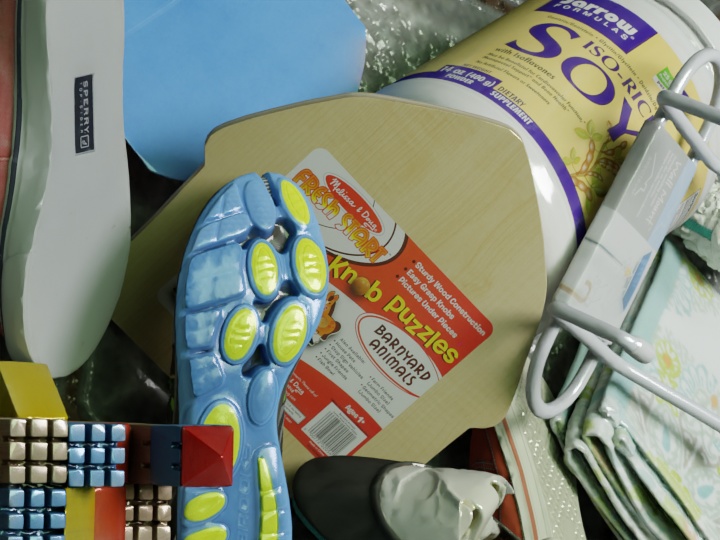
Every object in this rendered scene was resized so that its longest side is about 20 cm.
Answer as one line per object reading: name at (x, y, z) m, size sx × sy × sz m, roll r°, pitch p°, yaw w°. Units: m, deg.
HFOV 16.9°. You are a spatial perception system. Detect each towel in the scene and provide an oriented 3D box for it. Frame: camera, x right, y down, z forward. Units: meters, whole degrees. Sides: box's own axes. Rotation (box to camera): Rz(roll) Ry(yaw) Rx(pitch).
towel at (0.181, 0.092, 1.300) m, size 0.171 × 0.048 × 0.200 m, roll 52°, pitch 35°, yaw -15°

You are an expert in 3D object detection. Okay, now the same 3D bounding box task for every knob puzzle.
knob puzzle at (0.000, 0.000, 1.147) m, size 0.220 × 0.220 × 0.030 m, roll 47°, pitch 11°, yaw -14°

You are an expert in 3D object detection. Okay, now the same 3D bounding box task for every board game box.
board game box at (-0.095, -0.129, 1.198) m, size 0.158 × 0.039 × 0.200 m, roll -40°, pitch 94°, yaw -35°

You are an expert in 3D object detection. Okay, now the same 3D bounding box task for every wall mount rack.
wall mount rack at (0.165, 0.001, 1.182) m, size 0.200 × 0.074 × 0.174 m, roll -62°, pitch 149°, yaw -5°

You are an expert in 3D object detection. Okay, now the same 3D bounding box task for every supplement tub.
supplement tub at (0.097, -0.062, 1.249) m, size 0.200 × 0.145 × 0.146 m, roll -35°, pitch 96°, yaw -41°

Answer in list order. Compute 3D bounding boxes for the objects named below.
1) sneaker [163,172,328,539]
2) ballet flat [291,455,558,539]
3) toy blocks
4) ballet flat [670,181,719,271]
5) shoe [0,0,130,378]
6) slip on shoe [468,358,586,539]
sneaker at (-0.063, 0.054, 1.103) m, size 0.071 × 0.083 × 0.200 m, roll 6°, pitch 90°, yaw -21°
ballet flat at (0.062, 0.134, 1.122) m, size 0.200 × 0.068 × 0.068 m, roll 35°, pitch 38°, yaw 5°
toy blocks at (-0.146, 0.086, 0.992) m, size 0.200 × 0.137 × 0.100 m, roll 4°, pitch 86°, yaw -33°
ballet flat at (0.234, -0.035, 1.392) m, size 0.200 × 0.072 × 0.072 m, roll -5°, pitch 75°, yaw -60°
shoe at (-0.160, -0.055, 1.098) m, size 0.071 × 0.091 × 0.200 m, roll -15°, pitch 112°, yaw -54°
slip on shoe at (0.075, 0.116, 1.218) m, size 0.074 × 0.061 × 0.200 m, roll 35°, pitch 39°, yaw -51°
